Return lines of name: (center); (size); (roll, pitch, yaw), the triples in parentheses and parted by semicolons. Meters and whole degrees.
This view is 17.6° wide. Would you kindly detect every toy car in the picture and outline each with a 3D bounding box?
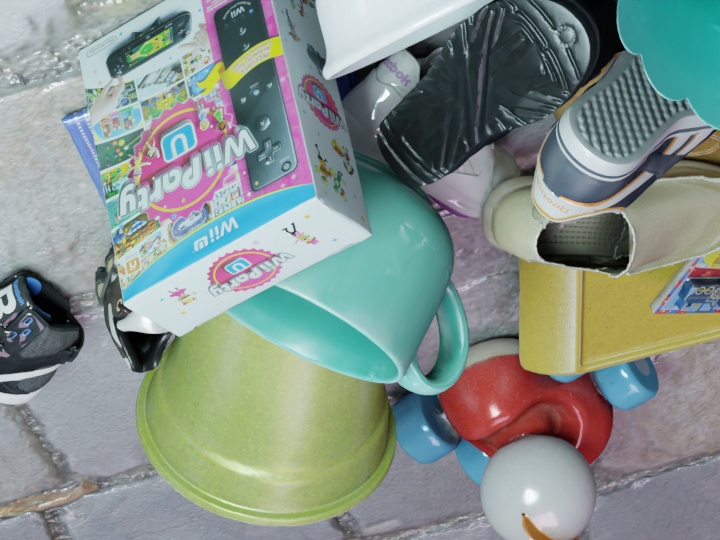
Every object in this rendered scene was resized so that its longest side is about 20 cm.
toy car: (0.152, 0.166, 1.921); (0.184, 0.200, 0.177); (-32, 144, 27)

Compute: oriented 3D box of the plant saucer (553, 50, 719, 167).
plant saucer: (0.233, -0.103, 1.627); (0.200, 0.035, 0.200); (2, 161, 1)

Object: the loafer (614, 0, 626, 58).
loafer: (0.244, -0.188, 1.530); (0.200, 0.063, 0.072); (-34, 145, 29)

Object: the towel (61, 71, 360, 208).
towel: (-0.090, -0.088, 1.594); (0.200, 0.024, 0.145); (-15, 148, 2)

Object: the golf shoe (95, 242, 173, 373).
golf shoe: (-0.135, -0.008, 1.601); (0.078, 0.095, 0.200); (-1, 143, -13)

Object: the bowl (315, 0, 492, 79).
bowl: (0.050, -0.196, 1.379); (0.201, 0.090, 0.201); (-26, -177, 2)

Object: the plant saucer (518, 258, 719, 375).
plant saucer: (0.223, 0.001, 1.780); (0.200, 0.048, 0.200); (-14, 135, -9)

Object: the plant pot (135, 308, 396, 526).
plant pot: (-0.057, 0.052, 1.693); (0.200, 0.200, 0.184); (-4, 136, -16)

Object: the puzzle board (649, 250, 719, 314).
puzzle board: (0.331, -0.018, 1.749); (0.200, 0.017, 0.151); (-1, 139, -38)

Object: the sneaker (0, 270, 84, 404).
sneaker: (-0.292, 0.038, 1.677); (0.200, 0.073, 0.112); (6, 141, -43)

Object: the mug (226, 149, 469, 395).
mug: (-0.010, -0.005, 1.536); (0.152, 0.114, 0.185); (18, 163, 26)

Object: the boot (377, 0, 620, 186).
boot: (0.115, -0.143, 1.464); (0.168, 0.076, 0.200); (-39, 180, -41)

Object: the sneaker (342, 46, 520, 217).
sneaker: (0.064, -0.096, 1.594); (0.100, 0.075, 0.200); (-52, 147, 15)

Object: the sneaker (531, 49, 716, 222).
sneaker: (0.175, -0.094, 1.481); (0.200, 0.078, 0.079); (-30, 162, -43)

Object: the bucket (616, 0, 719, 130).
bucket: (0.258, -0.193, 1.402); (0.207, 0.135, 0.207); (6, 132, 7)

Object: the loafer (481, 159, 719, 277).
loafer: (0.186, -0.029, 1.618); (0.200, 0.068, 0.076); (-6, 119, -15)

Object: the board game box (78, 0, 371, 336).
board game box: (-0.087, -0.081, 1.438); (0.148, 0.200, 0.064); (-28, 146, 21)
